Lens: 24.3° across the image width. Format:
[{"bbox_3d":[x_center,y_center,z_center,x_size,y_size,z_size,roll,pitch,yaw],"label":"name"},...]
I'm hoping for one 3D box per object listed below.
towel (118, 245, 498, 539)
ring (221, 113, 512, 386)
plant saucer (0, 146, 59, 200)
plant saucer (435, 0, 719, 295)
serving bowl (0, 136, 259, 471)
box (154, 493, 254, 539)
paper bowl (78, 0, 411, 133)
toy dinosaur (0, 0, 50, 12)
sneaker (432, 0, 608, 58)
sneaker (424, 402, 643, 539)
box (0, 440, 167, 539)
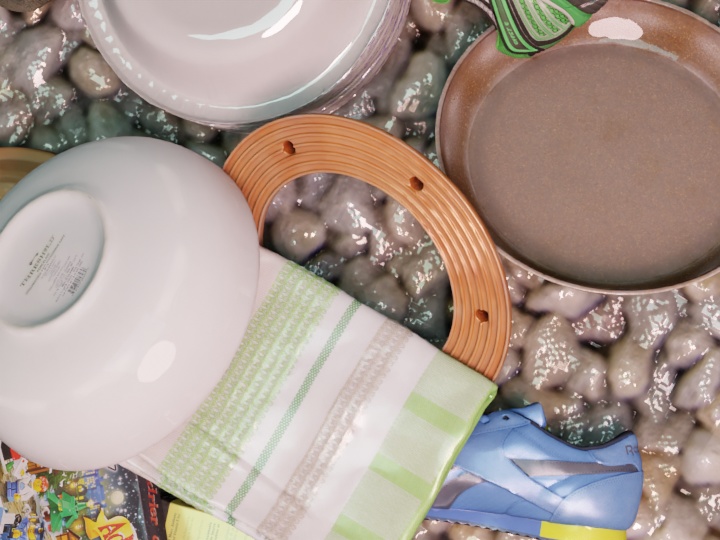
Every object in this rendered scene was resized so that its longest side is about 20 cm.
[{"bbox_3d":[-0.043,0.077,0.935,0.199,0.031,0.150,29,85,13],"label":"towel"},{"bbox_3d":[0.000,0.000,0.956,0.199,0.019,0.201,18,127,25],"label":"ring"},{"bbox_3d":[-0.220,0.023,1.041,0.199,0.032,0.202,0,89,9],"label":"plant saucer"},{"bbox_3d":[0.141,-0.069,0.944,0.199,0.032,0.201,0,62,1],"label":"plant saucer"},{"bbox_3d":[-0.156,0.007,0.934,0.199,0.066,0.201,-14,60,25],"label":"serving bowl"},{"bbox_3d":[-0.033,0.191,0.997,0.199,0.050,0.076,12,90,10],"label":"box"},{"bbox_3d":[-0.072,-0.185,0.982,0.199,0.104,0.202,0,90,11],"label":"paper bowl"},{"bbox_3d":[-0.210,-0.199,1.005,0.199,0.077,0.103,25,114,27],"label":"toy dinosaur"},{"bbox_3d":[0.043,-0.196,0.921,0.200,0.078,0.085,45,122,-1],"label":"sneaker"},{"bbox_3d":[0.065,0.111,0.975,0.199,0.066,0.079,7,87,8],"label":"sneaker"},{"bbox_3d":[-0.184,0.157,0.980,0.136,0.038,0.201,-15,77,10],"label":"box"}]
